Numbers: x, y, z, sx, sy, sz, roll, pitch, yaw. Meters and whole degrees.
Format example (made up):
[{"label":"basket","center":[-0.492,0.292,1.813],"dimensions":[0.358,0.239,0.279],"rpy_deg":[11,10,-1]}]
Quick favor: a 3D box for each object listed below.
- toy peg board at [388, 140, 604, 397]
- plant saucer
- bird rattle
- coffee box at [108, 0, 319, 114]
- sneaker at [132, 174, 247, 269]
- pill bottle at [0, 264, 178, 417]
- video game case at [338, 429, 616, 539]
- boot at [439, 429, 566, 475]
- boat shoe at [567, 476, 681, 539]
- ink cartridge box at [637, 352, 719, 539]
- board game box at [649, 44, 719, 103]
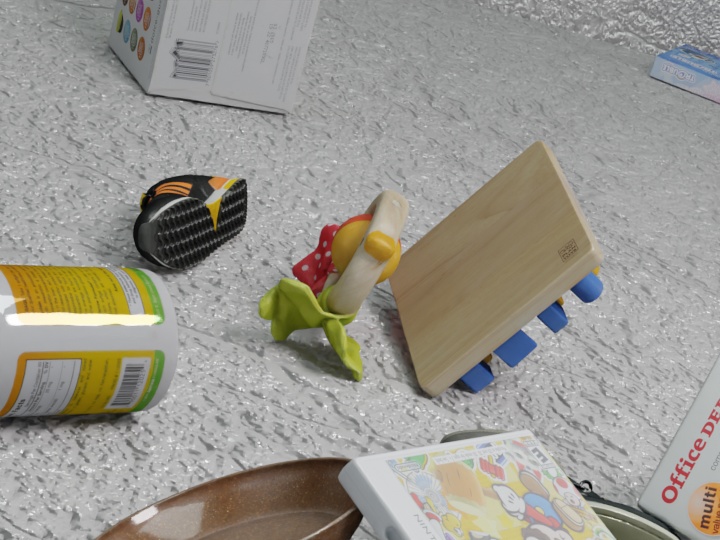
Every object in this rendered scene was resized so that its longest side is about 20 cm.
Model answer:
[{"label":"toy peg board","center":[0.143,0.017,1.520],"dimensions":[0.098,0.200,0.199],"rpy_deg":[40,18,-29]},{"label":"plant saucer","center":[-0.081,0.172,1.041],"dimensions":[0.200,0.037,0.200],"rpy_deg":[-16,10,3]},{"label":"bird rattle","center":[0.000,0.000,1.484],"dimensions":[0.113,0.163,0.200],"rpy_deg":[36,31,-1]},{"label":"coffee box","center":[-0.187,-0.337,2.096],"dimensions":[0.199,0.200,0.198],"rpy_deg":[5,24,-27]},{"label":"sneaker","center":[-0.185,-0.050,1.592],"dimensions":[0.090,0.070,0.200],"rpy_deg":[8,17,20]},{"label":"pill bottle","center":[-0.245,0.052,1.210],"dimensions":[0.199,0.111,0.111],"rpy_deg":[1,26,-36]},{"label":"video game case","center":[0.101,0.181,1.026],"dimensions":[0.200,0.023,0.182],"rpy_deg":[-1,46,-52]},{"label":"boot","center":[0.065,0.171,1.093],"dimensions":[0.181,0.073,0.200],"rpy_deg":[26,35,-15]},{"label":"boat shoe","center":[0.148,0.184,1.240],"dimensions":[0.199,0.075,0.066],"rpy_deg":[8,33,2]},{"label":"ink cartridge box","center":[0.338,0.175,1.247],"dimensions":[0.200,0.146,0.145],"rpy_deg":[28,-4,28]},{"label":"board game box","center":[0.650,-0.350,2.994],"dimensions":[0.200,0.044,0.199],"rpy_deg":[25,24,19]}]
